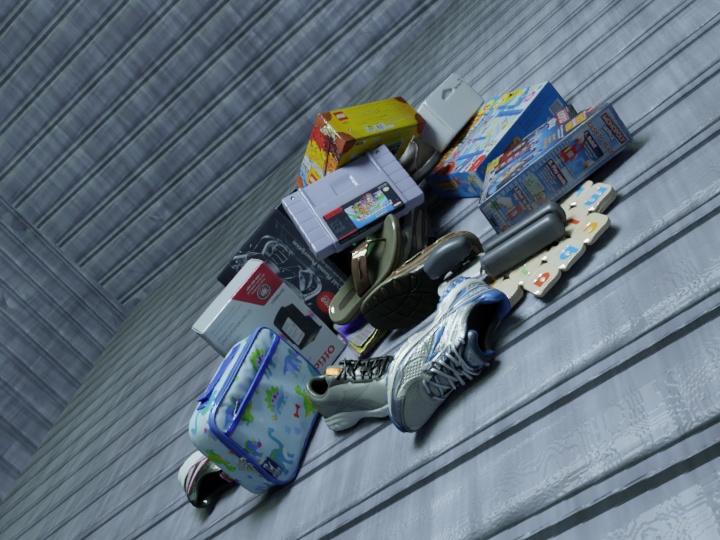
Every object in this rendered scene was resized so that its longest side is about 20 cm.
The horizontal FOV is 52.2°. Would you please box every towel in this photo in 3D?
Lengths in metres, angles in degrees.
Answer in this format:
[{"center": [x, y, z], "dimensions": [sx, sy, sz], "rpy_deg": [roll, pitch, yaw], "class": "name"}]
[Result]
[{"center": [0.021, 0.060, 1.173], "dimensions": [0.144, 0.023, 0.200], "rpy_deg": [-48, 17, -2], "class": "towel"}]

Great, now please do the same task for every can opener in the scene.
[{"center": [0.160, -0.030, 0.919], "dimensions": [0.199, 0.067, 0.054], "rpy_deg": [-36, 18, 37], "class": "can opener"}]

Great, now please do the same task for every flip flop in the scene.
[{"center": [0.000, 0.000, 1.129], "dimensions": [0.201, 0.057, 0.082], "rpy_deg": [-52, 31, 26], "class": "flip flop"}]

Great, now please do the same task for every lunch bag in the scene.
[{"center": [-0.141, 0.191, 1.031], "dimensions": [0.082, 0.161, 0.202], "rpy_deg": [-31, 22, 38], "class": "lunch bag"}]

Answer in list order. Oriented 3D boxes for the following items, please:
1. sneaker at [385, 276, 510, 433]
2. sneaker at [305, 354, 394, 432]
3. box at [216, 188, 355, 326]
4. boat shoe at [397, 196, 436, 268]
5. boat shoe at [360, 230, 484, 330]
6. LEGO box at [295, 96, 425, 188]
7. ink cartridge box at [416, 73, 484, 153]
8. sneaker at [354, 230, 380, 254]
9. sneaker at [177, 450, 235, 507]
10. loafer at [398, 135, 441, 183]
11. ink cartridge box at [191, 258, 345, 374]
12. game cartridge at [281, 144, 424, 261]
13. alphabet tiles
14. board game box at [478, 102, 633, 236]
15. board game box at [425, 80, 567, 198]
[{"center": [0.101, 0.093, 0.825], "dimensions": [0.085, 0.077, 0.202], "rpy_deg": [9, 62, 56], "class": "sneaker"}, {"center": [0.004, 0.144, 0.935], "dimensions": [0.198, 0.079, 0.074], "rpy_deg": [-31, 20, 38], "class": "sneaker"}, {"center": [-0.110, 0.004, 1.266], "dimensions": [0.182, 0.200, 0.104], "rpy_deg": [-44, 7, 28], "class": "box"}, {"center": [0.082, -0.058, 1.210], "dimensions": [0.074, 0.073, 0.202], "rpy_deg": [-36, 26, 38], "class": "boat shoe"}, {"center": [0.090, 0.012, 1.047], "dimensions": [0.198, 0.076, 0.074], "rpy_deg": [-33, 14, 17], "class": "boat shoe"}, {"center": [0.002, -0.205, 1.277], "dimensions": [0.198, 0.077, 0.150], "rpy_deg": [-22, -31, -39], "class": "LEGO box"}, {"center": [0.130, -0.252, 1.389], "dimensions": [0.147, 0.083, 0.201], "rpy_deg": [-48, -3, -41], "class": "ink cartridge box"}, {"center": [0.038, -0.071, 1.322], "dimensions": [0.201, 0.084, 0.074], "rpy_deg": [-49, 17, -11], "class": "sneaker"}, {"center": [-0.198, 0.285, 1.137], "dimensions": [0.202, 0.080, 0.086], "rpy_deg": [-54, 29, 3], "class": "sneaker"}, {"center": [0.047, -0.157, 1.263], "dimensions": [0.199, 0.072, 0.073], "rpy_deg": [-39, 10, 19], "class": "loafer"}, {"center": [-0.142, 0.105, 1.163], "dimensions": [0.146, 0.200, 0.082], "rpy_deg": [-50, 21, -15], "class": "ink cartridge box"}, {"center": [-0.011, -0.110, 1.161], "dimensions": [0.197, 0.039, 0.130], "rpy_deg": [-30, 54, -12], "class": "game cartridge"}, {"center": [0.224, -0.032, 0.906], "dimensions": [0.200, 0.015, 0.196], "rpy_deg": [-46, 15, 1], "class": "alphabet tiles"}, {"center": [0.260, -0.151, 0.988], "dimensions": [0.198, 0.062, 0.201], "rpy_deg": [-35, 12, 25], "class": "board game box"}, {"center": [0.223, -0.216, 1.249], "dimensions": [0.201, 0.056, 0.195], "rpy_deg": [-50, 18, -11], "class": "board game box"}]
